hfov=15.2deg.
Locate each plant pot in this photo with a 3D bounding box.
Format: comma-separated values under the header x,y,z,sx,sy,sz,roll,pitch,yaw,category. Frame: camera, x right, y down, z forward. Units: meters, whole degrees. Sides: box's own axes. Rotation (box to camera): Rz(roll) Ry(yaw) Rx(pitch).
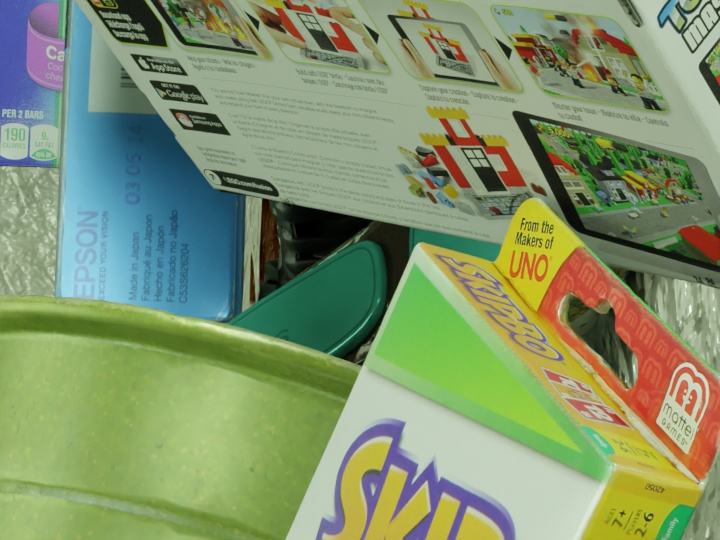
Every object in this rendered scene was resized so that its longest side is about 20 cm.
x,y,z,sx,sy,sz,roll,pitch,yaw,category
-0.053,0.133,0.725,0.200,0.199,0.191,118,170,-70,plant pot

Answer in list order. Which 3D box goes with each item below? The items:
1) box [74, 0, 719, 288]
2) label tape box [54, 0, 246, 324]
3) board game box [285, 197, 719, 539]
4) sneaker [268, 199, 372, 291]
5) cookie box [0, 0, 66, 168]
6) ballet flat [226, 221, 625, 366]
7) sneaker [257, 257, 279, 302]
x,y,z,sx,sy,sz,roll,pitch,yaw,category
0.009,-0.055,0.574,0.200,0.035,0.110,13,146,50,box
-0.075,-0.018,0.968,0.200,0.063,0.145,104,167,-71,label tape box
0.006,0.089,0.546,0.201,0.030,0.096,-64,31,15,board game box
0.000,0.000,0.862,0.200,0.083,0.121,56,-150,-73,sneaker
-0.089,-0.149,1.265,0.075,0.170,0.201,-144,56,-76,cookie box
0.030,0.007,0.766,0.200,0.070,0.071,-36,46,40,ballet flat
-0.018,0.059,1.061,0.200,0.073,0.119,143,123,-66,sneaker
